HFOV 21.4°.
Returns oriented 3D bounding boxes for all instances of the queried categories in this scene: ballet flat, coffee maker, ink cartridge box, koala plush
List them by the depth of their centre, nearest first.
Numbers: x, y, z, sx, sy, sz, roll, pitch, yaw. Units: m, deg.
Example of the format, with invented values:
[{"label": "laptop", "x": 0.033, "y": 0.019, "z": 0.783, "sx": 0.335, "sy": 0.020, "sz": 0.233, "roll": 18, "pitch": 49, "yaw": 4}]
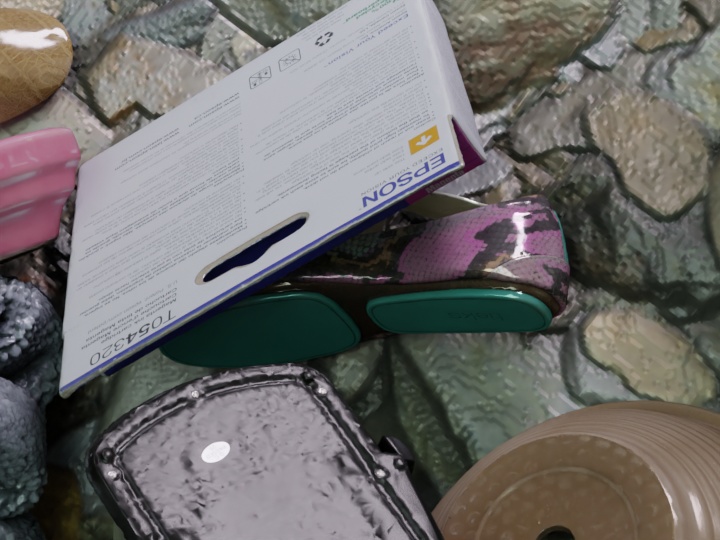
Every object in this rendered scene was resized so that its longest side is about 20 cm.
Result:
[{"label": "coffee maker", "x": -0.043, "y": 0.170, "z": 0.738, "sx": 0.134, "sy": 0.201, "sz": 0.193, "roll": 0, "pitch": 49, "yaw": -14}, {"label": "ink cartridge box", "x": -0.041, "y": -0.034, "z": 0.848, "sx": 0.196, "sy": 0.043, "sz": 0.200, "roll": -29, "pitch": 31, "yaw": 13}, {"label": "ballet flat", "x": 0.000, "y": 0.000, "z": 0.876, "sx": 0.199, "sy": 0.069, "sz": 0.072, "roll": -8, "pitch": 59, "yaw": 20}, {"label": "koala plush", "x": -0.195, "y": 0.118, "z": 0.884, "sx": 0.177, "sy": 0.183, "sz": 0.201, "roll": -20, "pitch": 90, "yaw": 33}, {"label": "ballet flat", "x": -0.249, "y": -0.103, "z": 0.983, "sx": 0.199, "sy": 0.072, "sz": 0.068, "roll": -4, "pitch": 77, "yaw": 19}]

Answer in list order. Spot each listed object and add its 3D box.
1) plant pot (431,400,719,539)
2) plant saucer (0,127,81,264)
[{"label": "plant pot", "x": 0.092, "y": 0.128, "z": 0.761, "sx": 0.200, "sy": 0.093, "sz": 0.202, "roll": -14, "pitch": 51, "yaw": 19}, {"label": "plant saucer", "x": -0.221, "y": -0.010, "z": 0.894, "sx": 0.199, "sy": 0.200, "sz": 0.051, "roll": -21, "pitch": 92, "yaw": 15}]
